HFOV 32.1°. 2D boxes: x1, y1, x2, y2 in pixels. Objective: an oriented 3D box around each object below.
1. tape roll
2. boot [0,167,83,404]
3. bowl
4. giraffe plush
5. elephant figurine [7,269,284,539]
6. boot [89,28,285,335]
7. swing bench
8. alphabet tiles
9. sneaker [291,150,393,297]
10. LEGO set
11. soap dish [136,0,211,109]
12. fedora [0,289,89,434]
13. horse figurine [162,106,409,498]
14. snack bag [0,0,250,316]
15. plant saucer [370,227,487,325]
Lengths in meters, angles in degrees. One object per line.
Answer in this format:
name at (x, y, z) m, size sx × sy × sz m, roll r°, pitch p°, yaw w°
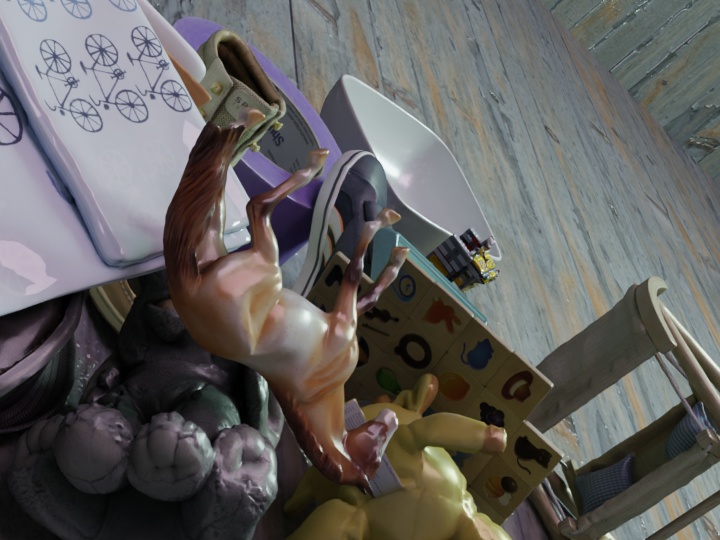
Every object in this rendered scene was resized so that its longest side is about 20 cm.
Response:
tape roll at (-0.104, -0.100, 1.007) m, size 0.200 × 0.085 × 0.201 m, roll 41°, pitch 23°, yaw -22°
boot at (-0.196, -0.035, 0.565) m, size 0.174 × 0.069 × 0.201 m, roll 42°, pitch 41°, yaw -16°
bowl at (0.039, -0.083, 1.266) m, size 0.199 × 0.075 × 0.201 m, roll 26°, pitch 33°, yaw -44°
giraffe plush at (0.014, 0.148, 0.759) m, size 0.162 × 0.171 × 0.202 m, roll -119°, pitch -163°, yaw -77°
elephant figurine at (-0.096, 0.065, 0.680) m, size 0.141 × 0.155 × 0.201 m, roll 32°, pitch 32°, yaw -18°
boot at (-0.114, -0.057, 0.826) m, size 0.072 × 0.154 × 0.201 m, roll 31°, pitch 29°, yaw -38°
swing bench at (0.233, 0.143, 1.117) m, size 0.201 × 0.199 × 0.130 m, roll 54°, pitch 23°, yaw 11°
alphabet tiles at (0.033, 0.087, 0.839) m, size 0.200 × 0.167 × 0.006 m, roll 42°, pitch 33°, yaw 12°
sneaker at (0.000, 0.000, 0.937) m, size 0.079 × 0.079 × 0.202 m, roll 53°, pitch 47°, yaw -51°
LEGO set at (0.083, 0.040, 1.098) m, size 0.154 × 0.116 × 0.200 m, roll 56°, pitch 23°, yaw 15°
soap dish at (-0.195, -0.115, 0.736) m, size 0.157 × 0.199 × 0.081 m, roll 44°, pitch 60°, yaw -18°
fedora at (-0.202, -0.009, 0.668) m, size 0.177 × 0.090 × 0.200 m, roll 44°, pitch 23°, yaw -16°
horse figurine at (-0.036, 0.010, 0.607) m, size 0.050 × 0.133 × 0.200 m, roll 10°, pitch -23°, yaw 43°
snack bag at (-0.152, -0.077, 0.570) m, size 0.199 × 0.021 × 0.190 m, roll -20°, pitch 79°, yaw -52°
plant saucer at (0.056, 0.033, 0.945) m, size 0.200 × 0.019 × 0.071 m, roll 41°, pitch 49°, yaw -57°
